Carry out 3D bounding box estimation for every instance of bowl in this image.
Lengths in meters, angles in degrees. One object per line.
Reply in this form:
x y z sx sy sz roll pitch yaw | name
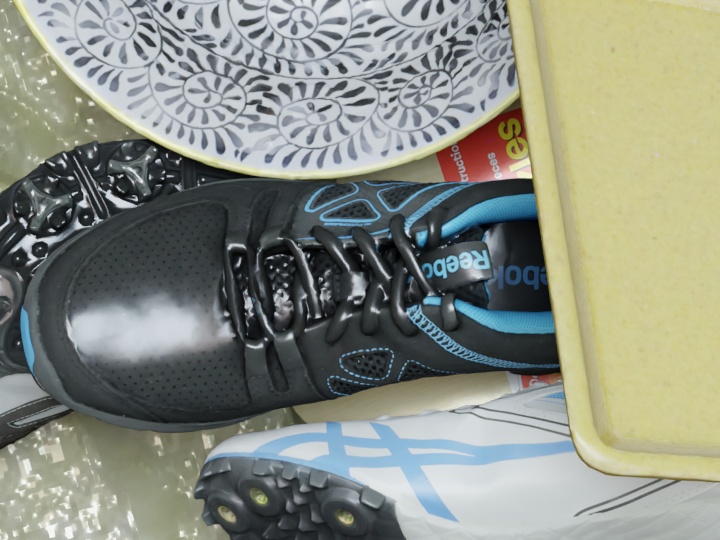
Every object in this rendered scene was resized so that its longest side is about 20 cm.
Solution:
-0.013 -0.136 0.767 0.199 0.094 0.203 2 104 8 | bowl

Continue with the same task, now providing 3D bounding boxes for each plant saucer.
0.128 -0.019 0.685 0.198 0.049 0.201 6 59 -19 | plant saucer

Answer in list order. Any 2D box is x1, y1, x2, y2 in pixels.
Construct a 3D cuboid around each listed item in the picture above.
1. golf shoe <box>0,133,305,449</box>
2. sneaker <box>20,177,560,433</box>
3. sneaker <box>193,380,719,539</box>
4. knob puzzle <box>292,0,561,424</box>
-0.108 0.015 0.780 0.198 0.095 0.078 -17 80 -11 | golf shoe
0.000 0.000 0.715 0.198 0.082 0.074 -8 82 -13 | sneaker
0.048 0.065 0.744 0.198 0.072 0.073 -1 43 15 | sneaker
0.071 0.009 0.788 0.217 0.030 0.222 -1 84 7 | knob puzzle
